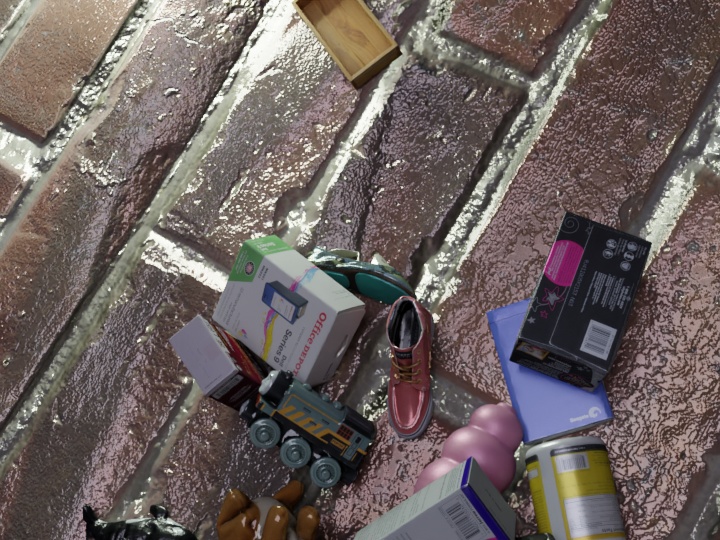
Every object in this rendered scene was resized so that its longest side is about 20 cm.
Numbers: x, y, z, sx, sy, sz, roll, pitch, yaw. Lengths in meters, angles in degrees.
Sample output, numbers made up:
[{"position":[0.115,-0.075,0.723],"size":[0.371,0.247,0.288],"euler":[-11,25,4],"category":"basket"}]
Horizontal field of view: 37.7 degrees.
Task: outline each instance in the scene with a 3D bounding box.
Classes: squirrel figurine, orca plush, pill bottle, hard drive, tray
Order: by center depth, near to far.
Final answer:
[{"position":[0.289,0.329,1.396],"size":[0.111,0.112,0.201],"euler":[-13,70,14],"category":"pill bottle"},{"position":[-0.114,0.421,1.479],"size":[0.186,0.141,0.201],"euler":[35,104,37],"category":"squirrel figurine"},{"position":[0.270,0.135,1.512],"size":[0.131,0.025,0.201],"euler":[-18,68,12],"category":"hard drive"},{"position":[-0.349,0.399,1.606],"size":[0.199,0.071,0.106],"euler":[20,80,23],"category":"orca plush"},{"position":[-0.024,-0.408,1.778],"size":[0.098,0.037,0.201],"euler":[-36,66,4],"category":"tray"}]

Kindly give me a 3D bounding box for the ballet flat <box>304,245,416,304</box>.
[{"position":[0.000,0.000,1.626],"size":[0.199,0.074,0.075],"euler":[14,78,18],"category":"ballet flat"}]

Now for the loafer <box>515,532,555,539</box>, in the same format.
[{"position":[0.207,0.384,1.371],"size":[0.072,0.200,0.072],"euler":[-7,76,-11],"category":"loafer"}]

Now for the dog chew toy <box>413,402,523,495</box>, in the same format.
[{"position":[0.158,0.275,1.457],"size":[0.124,0.125,0.201],"euler":[26,74,24],"category":"dog chew toy"}]

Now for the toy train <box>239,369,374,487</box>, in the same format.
[{"position":[-0.075,0.228,1.533],"size":[0.199,0.085,0.114],"euler":[34,97,-7],"category":"toy train"}]

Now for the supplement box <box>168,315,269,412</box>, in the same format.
[{"position":[-0.194,0.148,1.564],"size":[0.061,0.200,0.109],"euler":[-39,66,1],"category":"supplement box"}]

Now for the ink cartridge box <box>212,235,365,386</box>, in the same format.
[{"position":[-0.110,0.062,1.599],"size":[0.200,0.087,0.146],"euler":[36,114,22],"category":"ink cartridge box"}]

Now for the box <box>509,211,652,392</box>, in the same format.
[{"position":[0.303,0.046,1.455],"size":[0.131,0.115,0.201],"euler":[21,72,9],"category":"box"}]

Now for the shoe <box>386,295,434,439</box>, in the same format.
[{"position":[0.067,0.140,1.541],"size":[0.071,0.091,0.202],"euler":[1,73,18],"category":"shoe"}]

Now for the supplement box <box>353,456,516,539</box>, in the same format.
[{"position":[0.089,0.344,1.343],"size":[0.199,0.103,0.101],"euler":[-36,93,14],"category":"supplement box"}]
